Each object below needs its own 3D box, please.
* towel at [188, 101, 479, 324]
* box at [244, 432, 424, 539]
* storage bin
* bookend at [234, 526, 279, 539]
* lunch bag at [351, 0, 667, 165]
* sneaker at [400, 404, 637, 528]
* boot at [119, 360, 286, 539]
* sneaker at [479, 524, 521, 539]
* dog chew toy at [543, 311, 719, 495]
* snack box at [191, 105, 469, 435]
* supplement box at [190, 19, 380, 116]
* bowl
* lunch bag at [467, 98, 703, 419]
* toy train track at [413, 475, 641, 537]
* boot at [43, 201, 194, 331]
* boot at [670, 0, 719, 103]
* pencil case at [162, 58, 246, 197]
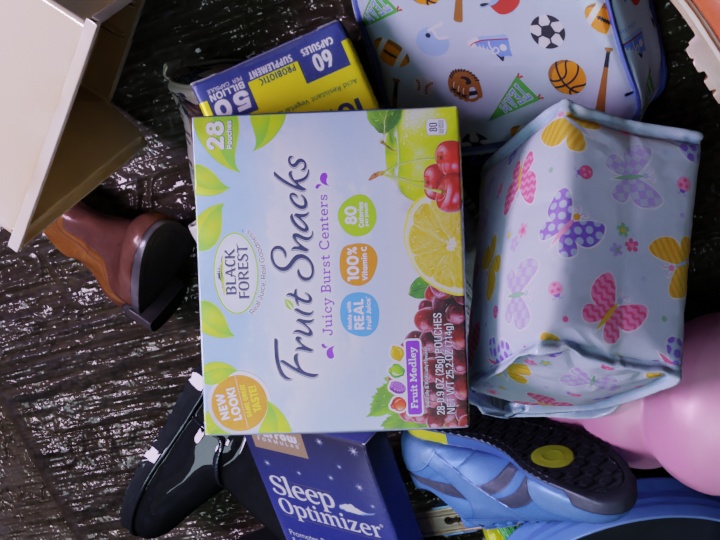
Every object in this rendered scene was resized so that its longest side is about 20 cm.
[{"bbox_3d":[0.000,0.000,1.343,0.192,0.035,0.200,-32,102,7],"label":"towel"},{"bbox_3d":[-0.019,0.158,1.366,0.121,0.032,0.200,9,130,37],"label":"box"},{"bbox_3d":[-0.199,-0.153,1.316,0.094,0.199,0.200,32,127,8],"label":"storage bin"},{"bbox_3d":[-0.022,0.279,1.510,0.200,0.198,0.092,-128,19,-53],"label":"bookend"},{"bbox_3d":[0.096,-0.152,1.237,0.199,0.076,0.161,-4,120,31],"label":"lunch bag"},{"bbox_3d":[0.110,0.147,1.289,0.200,0.066,0.079,16,119,42],"label":"sneaker"},{"bbox_3d":[-0.092,0.177,1.506,0.162,0.073,0.199,36,113,15],"label":"boot"},{"bbox_3d":[0.120,0.150,1.402,0.085,0.078,0.200,-19,113,25],"label":"sneaker"},{"bbox_3d":[0.207,0.084,1.284,0.199,0.124,0.125,7,120,36],"label":"dog chew toy"},{"bbox_3d":[-0.018,0.000,1.175,0.168,0.068,0.201,-1,92,2],"label":"snack box"},{"bbox_3d":[-0.021,-0.055,1.260,0.109,0.110,0.201,-24,94,3],"label":"supplement box"},{"bbox_3d":[0.188,0.215,1.345,0.200,0.039,0.201,-8,142,-6],"label":"bowl"},{"bbox_3d":[0.135,0.002,1.219,0.127,0.170,0.200,12,162,-16],"label":"lunch bag"},{"bbox_3d":[0.109,0.181,1.358,0.199,0.033,0.115,-11,116,22],"label":"toy train track"},{"bbox_3d":[-0.221,-0.050,1.437,0.200,0.069,0.188,38,170,6],"label":"boot"},{"bbox_3d":[0.226,-0.201,1.149,0.107,0.075,0.200,-32,99,24],"label":"boot"},{"bbox_3d":[-0.092,-0.063,1.385,0.089,0.078,0.201,-2,116,14],"label":"pencil case"}]
